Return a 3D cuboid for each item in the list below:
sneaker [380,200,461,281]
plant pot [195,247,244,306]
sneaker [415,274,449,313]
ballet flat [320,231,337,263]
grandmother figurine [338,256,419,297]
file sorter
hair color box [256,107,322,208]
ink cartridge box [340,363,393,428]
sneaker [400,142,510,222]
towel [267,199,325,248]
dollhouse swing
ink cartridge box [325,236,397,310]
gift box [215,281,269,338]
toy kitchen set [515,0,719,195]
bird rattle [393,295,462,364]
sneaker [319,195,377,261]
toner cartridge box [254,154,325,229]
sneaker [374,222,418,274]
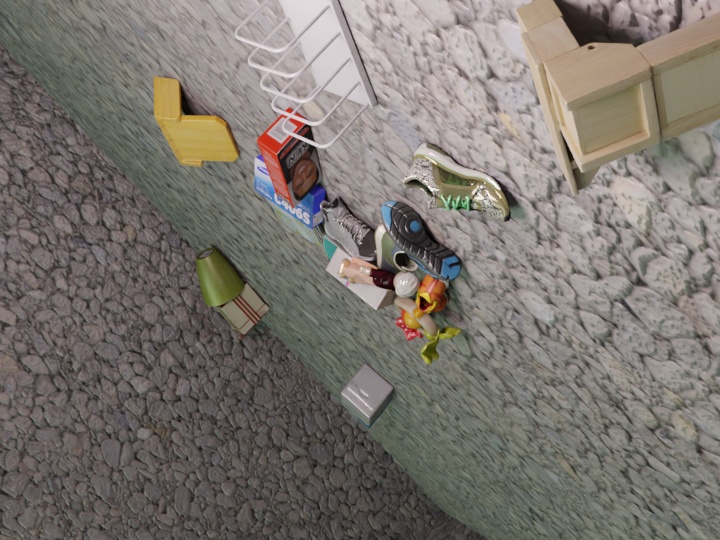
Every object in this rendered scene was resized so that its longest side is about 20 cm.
[{"bbox_3d":[0.105,-0.050,1.445,0.200,0.073,0.082,47,163,-9],"label":"sneaker"},{"bbox_3d":[-0.612,0.012,3.125,0.186,0.186,0.203,19,137,52],"label":"plant pot"},{"bbox_3d":[0.146,0.057,1.595,0.072,0.078,0.200,36,171,17],"label":"sneaker"},{"bbox_3d":[-0.035,-0.023,1.865,0.200,0.068,0.075,46,179,-18],"label":"ballet flat"},{"bbox_3d":[0.041,0.014,1.564,0.197,0.062,0.120,13,178,42],"label":"grandmother figurine"},{"bbox_3d":[-0.087,-0.316,1.155,0.137,0.125,0.201,28,158,37],"label":"file sorter"},{"bbox_3d":[-0.143,-0.229,1.536,0.061,0.102,0.201,35,163,20],"label":"hair color box"},{"bbox_3d":[0.024,0.471,2.771,0.146,0.146,0.201,38,163,14],"label":"ink cartridge box"},{"bbox_3d":[0.145,-0.117,1.163,0.198,0.089,0.077,34,161,28],"label":"sneaker"},{"bbox_3d":[-0.166,-0.148,1.880,0.198,0.048,0.172,33,160,33],"label":"towel"},{"bbox_3d":[-0.414,-0.386,1.898,0.201,0.171,0.185,75,-175,-62],"label":"dollhouse swing"},{"bbox_3d":[0.000,0.000,1.729,0.199,0.068,0.117,38,-160,18],"label":"ink cartridge box"},{"bbox_3d":[-0.520,0.174,3.246,0.188,0.184,0.199,51,167,-23],"label":"gift box"},{"bbox_3d":[0.274,-0.182,0.741,0.202,0.177,0.165,-96,-19,-49],"label":"toy kitchen set"},{"bbox_3d":[0.139,0.111,1.721,0.164,0.112,0.200,53,177,-36],"label":"bird rattle"},{"bbox_3d":[-0.028,-0.100,1.636,0.198,0.075,0.116,30,157,40],"label":"sneaker"},{"bbox_3d":[-0.168,-0.189,1.735,0.198,0.043,0.096,34,137,27],"label":"toner cartridge box"},{"bbox_3d":[0.085,-0.018,1.577,0.089,0.067,0.202,39,160,30],"label":"sneaker"}]
